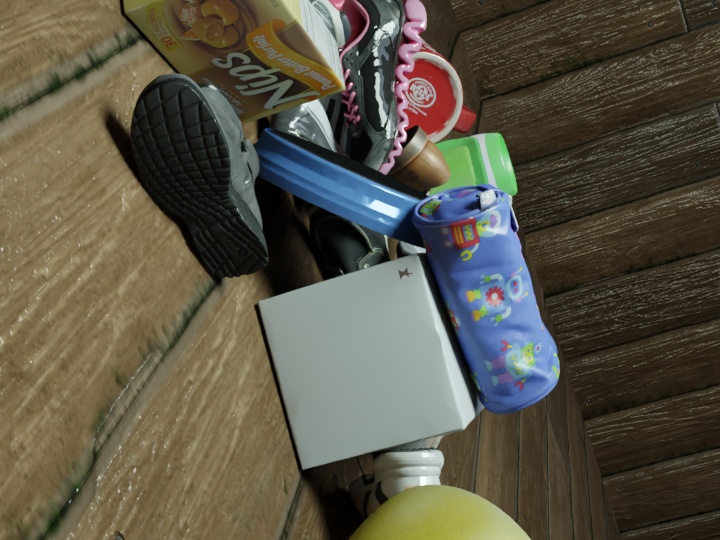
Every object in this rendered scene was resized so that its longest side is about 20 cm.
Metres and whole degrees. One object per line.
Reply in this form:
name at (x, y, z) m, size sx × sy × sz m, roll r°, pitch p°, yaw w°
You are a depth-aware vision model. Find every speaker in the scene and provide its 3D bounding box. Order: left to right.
speaker at (0.078, -0.096, 1.421) m, size 0.088 × 0.197 × 0.090 m, roll -16°, pitch 90°, yaw -76°

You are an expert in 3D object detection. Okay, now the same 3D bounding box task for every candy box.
candy box at (-0.100, -0.200, 1.008) m, size 0.200 × 0.114 × 0.056 m, roll 46°, pitch 31°, yaw -62°

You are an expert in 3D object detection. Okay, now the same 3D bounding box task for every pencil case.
pencil case at (0.112, 0.020, 1.035) m, size 0.078 × 0.086 × 0.202 m, roll -128°, pitch -165°, yaw -67°

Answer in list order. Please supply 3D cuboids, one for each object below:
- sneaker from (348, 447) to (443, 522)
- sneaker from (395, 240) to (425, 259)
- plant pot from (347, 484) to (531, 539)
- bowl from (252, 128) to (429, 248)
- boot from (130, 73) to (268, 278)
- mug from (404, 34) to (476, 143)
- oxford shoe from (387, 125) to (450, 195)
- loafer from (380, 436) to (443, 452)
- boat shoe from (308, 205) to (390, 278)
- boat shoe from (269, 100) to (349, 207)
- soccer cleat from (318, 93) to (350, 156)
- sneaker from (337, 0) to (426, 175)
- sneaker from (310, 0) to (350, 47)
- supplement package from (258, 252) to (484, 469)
sneaker at (0.031, 0.217, 1.081) m, size 0.200 × 0.072 × 0.081 m, roll 103°, pitch -17°, yaw -68°
sneaker at (0.037, 0.067, 1.251) m, size 0.075 × 0.112 × 0.203 m, roll 15°, pitch 61°, yaw -69°
plant pot at (0.036, 0.281, 0.915) m, size 0.141 × 0.198 × 0.203 m, roll -17°, pitch 90°, yaw -52°
bowl at (-0.009, -0.076, 1.102) m, size 0.040 × 0.199 × 0.200 m, roll -66°, pitch 168°, yaw 7°
boot at (-0.124, -0.100, 0.933) m, size 0.201 × 0.069 × 0.133 m, roll 75°, pitch 5°, yaw -49°
mug at (0.063, -0.223, 1.442) m, size 0.200 × 0.175 × 0.135 m, roll -124°, pitch -147°, yaw -68°
oxford shoe at (0.037, -0.099, 1.314) m, size 0.071 × 0.072 × 0.200 m, roll 42°, pitch -13°, yaw -14°
loafer at (0.059, 0.177, 1.345) m, size 0.200 × 0.071 × 0.064 m, roll -42°, pitch 131°, yaw -69°
boat shoe at (0.000, 0.000, 1.274) m, size 0.201 × 0.071 × 0.068 m, roll 63°, pitch 17°, yaw -49°
boat shoe at (-0.043, -0.097, 1.240) m, size 0.201 × 0.069 × 0.067 m, roll 64°, pitch 36°, yaw -50°
soccer cleat at (-0.041, -0.186, 1.258) m, size 0.068 × 0.085 × 0.201 m, roll 28°, pitch -22°, yaw 40°
sneaker at (0.002, -0.185, 1.221) m, size 0.094 × 0.079 × 0.203 m, roll 13°, pitch 81°, yaw -27°
sneaker at (-0.046, -0.200, 1.340) m, size 0.074 × 0.080 × 0.203 m, roll -30°, pitch 119°, yaw -39°
supplement package at (0.022, 0.074, 1.108) m, size 0.200 × 0.149 × 0.154 m, roll -7°, pitch 81°, yaw -76°
